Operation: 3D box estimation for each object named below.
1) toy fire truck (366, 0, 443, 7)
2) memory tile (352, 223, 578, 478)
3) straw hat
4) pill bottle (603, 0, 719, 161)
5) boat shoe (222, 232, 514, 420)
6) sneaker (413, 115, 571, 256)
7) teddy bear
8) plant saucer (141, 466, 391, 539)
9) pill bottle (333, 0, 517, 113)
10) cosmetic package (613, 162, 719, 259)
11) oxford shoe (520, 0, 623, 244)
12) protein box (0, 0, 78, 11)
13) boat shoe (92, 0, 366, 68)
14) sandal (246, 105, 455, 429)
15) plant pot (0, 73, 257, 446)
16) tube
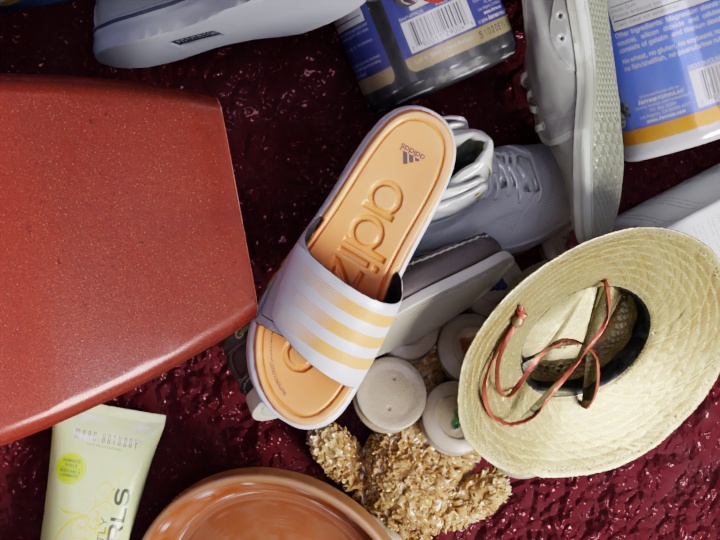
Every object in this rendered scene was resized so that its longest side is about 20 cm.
[{"bbox_3d":[0.021,-0.234,0.767,0.197,0.049,0.143,2,84,-31],"label":"toy fire truck"},{"bbox_3d":[0.085,0.032,0.899,0.151,0.017,0.203,20,71,-8],"label":"memory tile"},{"bbox_3d":[0.139,0.036,0.851,0.198,0.085,0.204,-11,122,-17],"label":"straw hat"},{"bbox_3d":[0.205,-0.188,0.900,0.111,0.112,0.203,-19,96,-10],"label":"pill bottle"},{"bbox_3d":[0.005,0.024,0.840,0.198,0.072,0.060,-30,68,-5],"label":"boat shoe"},{"bbox_3d":[0.085,-0.057,0.855,0.197,0.116,0.075,-14,76,-18],"label":"sneaker"},{"bbox_3d":[0.037,0.135,0.901,0.145,0.067,0.200,44,82,-8],"label":"teddy bear"},{"bbox_3d":[-0.058,0.227,0.869,0.197,0.032,0.203,3,106,11],"label":"plant saucer"},{"bbox_3d":[0.020,-0.217,0.857,0.111,0.112,0.202,-24,98,-10],"label":"pill bottle"},{"bbox_3d":[0.288,-0.040,0.925,0.198,0.113,0.082,-25,99,-8],"label":"cosmetic package"},{"bbox_3d":[0.136,-0.116,0.852,0.057,0.075,0.203,-7,91,25],"label":"oxford shoe"},{"bbox_3d":[-0.224,-0.227,0.730,0.198,0.197,0.137,-18,97,-35],"label":"protein box"},{"bbox_3d":[-0.087,-0.185,0.827,0.197,0.071,0.071,-10,81,26],"label":"boat shoe"},{"bbox_3d":[-0.007,-0.004,0.765,0.078,0.059,0.209,25,93,-3],"label":"sandal"},{"bbox_3d":[-0.171,-0.022,0.792,0.174,0.200,0.203,-12,95,-19],"label":"plant pot"},{"bbox_3d":[-0.188,0.190,0.866,0.058,0.051,0.203,17,82,-53],"label":"tube"}]
